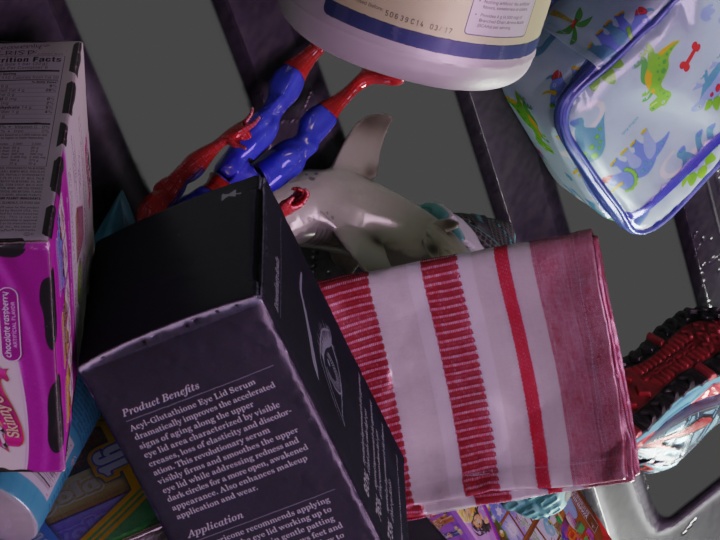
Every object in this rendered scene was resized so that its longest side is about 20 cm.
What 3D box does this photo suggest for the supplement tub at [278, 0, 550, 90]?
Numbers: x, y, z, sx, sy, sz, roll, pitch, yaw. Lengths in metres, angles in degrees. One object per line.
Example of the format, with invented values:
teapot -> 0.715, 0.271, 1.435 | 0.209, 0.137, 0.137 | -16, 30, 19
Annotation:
supplement tub -> 0.047, -0.211, 1.567 | 0.145, 0.145, 0.200 | -2, 118, -40

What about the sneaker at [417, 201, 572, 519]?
sneaker -> 0.092, 0.049, 1.766 | 0.078, 0.200, 0.091 | -26, 169, 37

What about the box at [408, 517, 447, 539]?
box -> -0.005, 0.190, 1.722 | 0.106, 0.200, 0.122 | -36, 158, -17

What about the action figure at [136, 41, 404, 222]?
action figure -> -0.061, -0.057, 1.628 | 0.200, 0.052, 0.065 | -46, 122, -13

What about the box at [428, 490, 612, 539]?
box -> 0.094, 0.161, 1.804 | 0.200, 0.039, 0.137 | 56, 32, -12

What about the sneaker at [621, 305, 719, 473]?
sneaker -> 0.184, 0.106, 1.937 | 0.200, 0.079, 0.096 | -25, 132, -26

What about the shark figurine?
shark figurine -> 0.020, 0.001, 1.717 | 0.128, 0.214, 0.090 | -58, -173, -36

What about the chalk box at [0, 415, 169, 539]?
chalk box -> -0.195, 0.175, 1.614 | 0.200, 0.124, 0.125 | -21, 132, -9

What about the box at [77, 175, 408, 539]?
box -> -0.058, 0.076, 1.547 | 0.104, 0.148, 0.200 | -22, 114, 10

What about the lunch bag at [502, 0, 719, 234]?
lunch bag -> 0.192, -0.130, 1.792 | 0.200, 0.082, 0.161 | -43, 139, -8

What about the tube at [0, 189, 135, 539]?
tube -> -0.156, 0.054, 1.593 | 0.077, 0.050, 0.200 | 74, 33, -45

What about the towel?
towel -> 0.047, 0.065, 1.643 | 0.200, 0.023, 0.144 | -11, 98, 9

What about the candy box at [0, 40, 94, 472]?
candy box -> -0.172, -0.011, 1.476 | 0.061, 0.200, 0.137 | 0, 122, 0
